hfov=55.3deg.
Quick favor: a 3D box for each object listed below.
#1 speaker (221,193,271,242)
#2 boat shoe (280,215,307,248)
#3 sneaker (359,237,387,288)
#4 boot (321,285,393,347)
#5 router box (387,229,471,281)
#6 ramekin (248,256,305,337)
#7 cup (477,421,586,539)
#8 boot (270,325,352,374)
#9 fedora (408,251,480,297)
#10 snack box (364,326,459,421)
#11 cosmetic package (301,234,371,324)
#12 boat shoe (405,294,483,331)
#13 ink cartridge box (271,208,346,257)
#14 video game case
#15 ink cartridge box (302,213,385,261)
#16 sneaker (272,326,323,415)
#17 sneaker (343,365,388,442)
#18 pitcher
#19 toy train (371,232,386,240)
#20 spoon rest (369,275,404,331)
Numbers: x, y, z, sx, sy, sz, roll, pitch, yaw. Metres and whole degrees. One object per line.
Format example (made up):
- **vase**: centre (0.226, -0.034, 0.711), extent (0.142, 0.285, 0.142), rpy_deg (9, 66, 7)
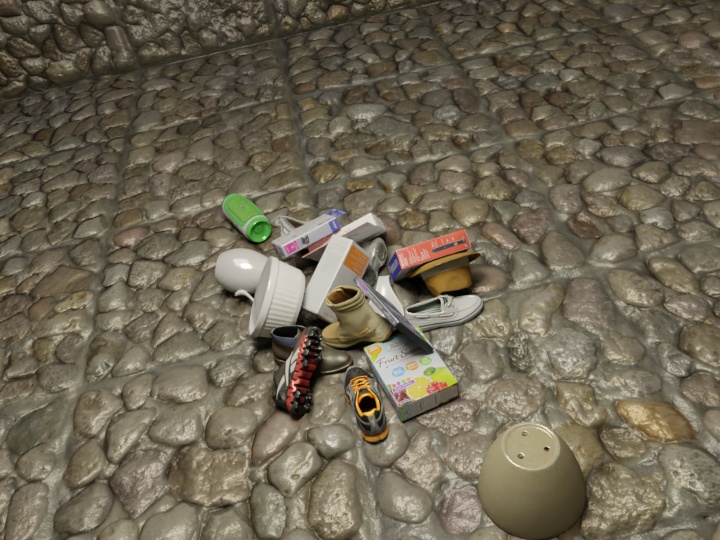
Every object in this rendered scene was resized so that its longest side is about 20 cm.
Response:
- **speaker**: centre (-0.346, -0.161, 2.073), extent (0.088, 0.089, 0.200), rpy_deg (-29, 43, -20)
- **boat shoe**: centre (-0.161, -0.110, 1.956), extent (0.074, 0.065, 0.202), rpy_deg (-27, 29, -33)
- **sneaker**: centre (0.000, 0.000, 1.820), extent (0.099, 0.078, 0.200), rpy_deg (-8, 37, 33)
- **boot**: centre (-0.041, 0.107, 1.598), extent (0.199, 0.156, 0.073), rpy_deg (-9, 44, 40)
- **router box**: centre (0.167, -0.035, 1.723), extent (0.179, 0.200, 0.049), rpy_deg (-17, 82, -7)
- **ramekin**: centre (-0.203, 0.074, 1.685), extent (0.094, 0.203, 0.203), rpy_deg (16, 38, -15)
- **cup**: centre (0.311, 0.361, 1.254), extent (0.199, 0.144, 0.201), rpy_deg (-7, 41, 6)
- **boot**: centre (-0.120, 0.184, 1.604), extent (0.199, 0.097, 0.075), rpy_deg (2, 42, 17)
- **fedora**: centre (0.216, 0.016, 1.692), extent (0.200, 0.201, 0.082), rpy_deg (-17, 81, -6)
- **snack box**: centre (0.110, 0.225, 1.532), extent (0.142, 0.053, 0.200), rpy_deg (-20, 39, -12)
- **cosmetic package**: centre (-0.062, 0.025, 1.703), extent (0.071, 0.101, 0.201), rpy_deg (19, 79, 38)
- **boat shoe**: centre (0.202, 0.094, 1.651), extent (0.199, 0.067, 0.074), rpy_deg (-20, 41, -9)
- **ink cartridge box**: centre (-0.133, -0.102, 1.837), extent (0.200, 0.042, 0.119), rpy_deg (-31, 17, -12)
- **video game case**: centre (0.073, 0.098, 1.553), extent (0.019, 0.143, 0.200), rpy_deg (-47, 41, 5)
- **ink cartridge box**: centre (-0.048, -0.088, 1.812), extent (0.199, 0.176, 0.045), rpy_deg (-27, 78, 13)
- **sneaker**: centre (-0.147, 0.220, 1.546), extent (0.098, 0.071, 0.201), rpy_deg (5, 75, 35)
- **sneaker**: centre (0.010, 0.272, 1.486), extent (0.078, 0.077, 0.200), rpy_deg (-20, 39, -7)
- **pitcher**: centre (-0.286, 0.028, 1.827), extent (0.199, 0.121, 0.172), rpy_deg (8, 58, 7)
- **toy train**: centre (-0.024, -0.106, 1.966), extent (0.199, 0.034, 0.046), rpy_deg (-2, 38, 12)
- **spoon rest**: centre (0.059, 0.080, 1.709), extent (0.099, 0.061, 0.200), rpy_deg (-6, 40, 7)
